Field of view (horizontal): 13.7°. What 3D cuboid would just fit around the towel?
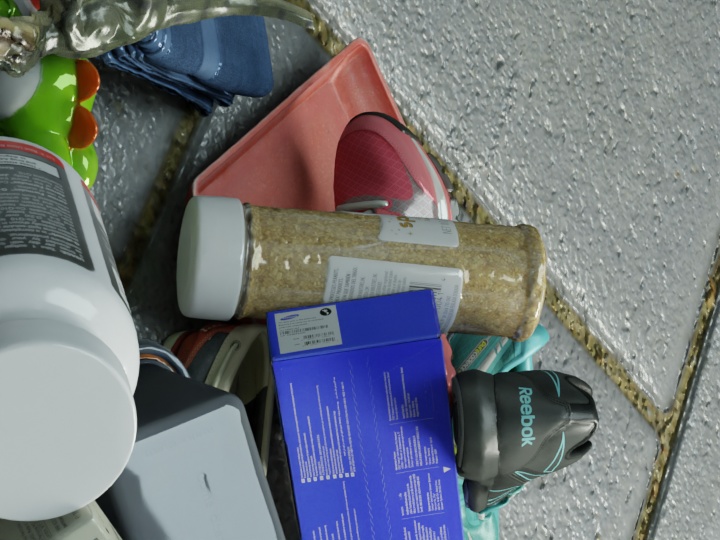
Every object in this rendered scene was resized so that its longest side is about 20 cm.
[{"bbox_3d":[-0.106,-0.153,1.649,0.200,0.048,0.112,17,64,-72],"label":"towel"}]

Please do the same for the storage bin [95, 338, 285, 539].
[{"bbox_3d":[-0.107,0.146,1.535,0.145,0.134,0.200,-21,99,-24],"label":"storage bin"}]

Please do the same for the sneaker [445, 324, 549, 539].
[{"bbox_3d":[0.074,0.112,1.813,0.078,0.080,0.200,-36,135,-52],"label":"sneaker"}]

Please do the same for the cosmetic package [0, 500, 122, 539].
[{"bbox_3d":[-0.187,0.195,1.409,0.200,0.071,0.105,-34,114,-4],"label":"cosmetic package"}]

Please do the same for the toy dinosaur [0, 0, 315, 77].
[{"bbox_3d":[-0.116,-0.151,1.509,0.200,0.047,0.088,-13,97,-33],"label":"toy dinosaur"}]

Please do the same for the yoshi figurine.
[{"bbox_3d":[-0.197,-0.123,1.558,0.112,0.112,0.200,-12,77,-17],"label":"yoshi figurine"}]

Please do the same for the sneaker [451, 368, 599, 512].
[{"bbox_3d":[0.092,0.095,1.677,0.200,0.079,0.076,70,15,-84],"label":"sneaker"}]

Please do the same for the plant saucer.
[{"bbox_3d":[-0.020,-0.008,1.783,0.200,0.037,0.200,-45,116,-46],"label":"plant saucer"}]

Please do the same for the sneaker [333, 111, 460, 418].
[{"bbox_3d":[0.007,0.005,1.726,0.087,0.074,0.200,1,81,-50],"label":"sneaker"}]

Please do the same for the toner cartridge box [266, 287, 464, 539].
[{"bbox_3d":[0.006,0.103,1.679,0.043,0.095,0.200,-97,180,-50],"label":"toner cartridge box"}]

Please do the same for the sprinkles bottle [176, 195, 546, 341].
[{"bbox_3d":[0.000,0.000,1.665,0.200,0.068,0.068,5,75,-13],"label":"sprinkles bottle"}]

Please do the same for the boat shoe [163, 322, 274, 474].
[{"bbox_3d":[-0.082,0.126,1.656,0.071,0.063,0.200,23,66,-49],"label":"boat shoe"}]

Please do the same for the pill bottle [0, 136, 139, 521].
[{"bbox_3d":[-0.168,0.026,1.429,0.116,0.116,0.200,53,6,-30],"label":"pill bottle"}]
